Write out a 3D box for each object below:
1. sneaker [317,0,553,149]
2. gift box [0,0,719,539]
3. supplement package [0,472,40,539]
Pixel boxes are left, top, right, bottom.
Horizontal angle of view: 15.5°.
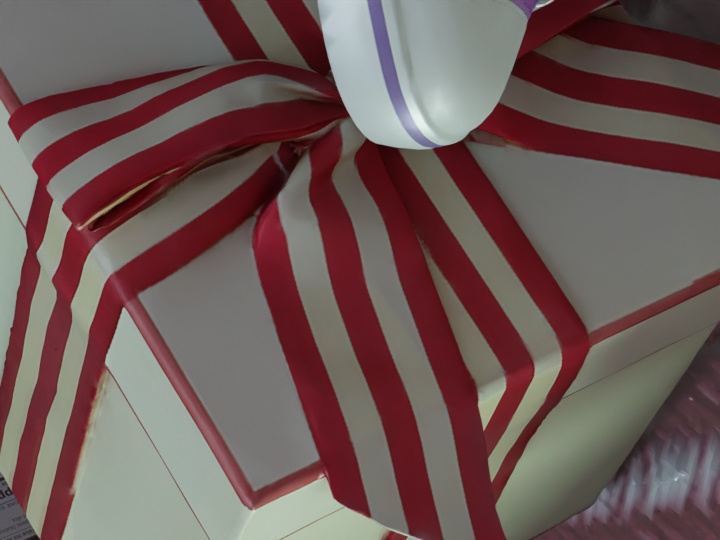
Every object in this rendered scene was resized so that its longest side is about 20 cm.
[{"bbox_3d":[0.059,-0.118,0.567,0.114,0.073,0.201,13,92,26],"label":"sneaker"},{"bbox_3d":[0.000,0.000,0.694,0.200,0.184,0.187,52,153,18],"label":"gift box"},{"bbox_3d":[-0.216,0.140,1.104,0.200,0.150,0.152,54,144,20],"label":"supplement package"}]
